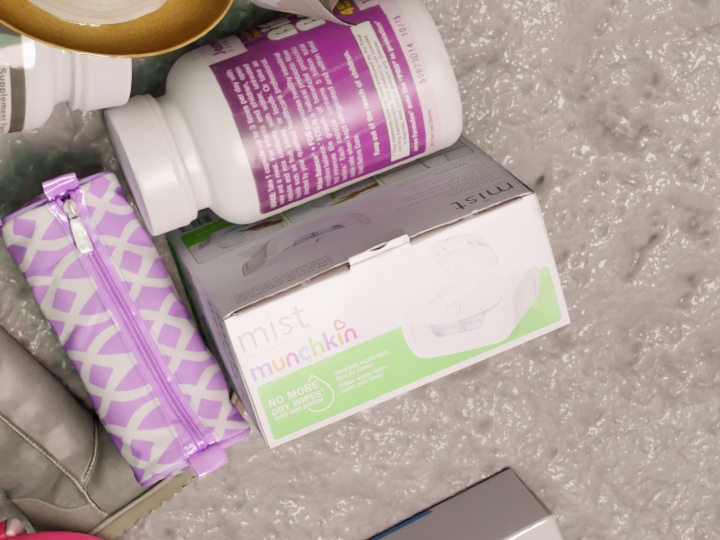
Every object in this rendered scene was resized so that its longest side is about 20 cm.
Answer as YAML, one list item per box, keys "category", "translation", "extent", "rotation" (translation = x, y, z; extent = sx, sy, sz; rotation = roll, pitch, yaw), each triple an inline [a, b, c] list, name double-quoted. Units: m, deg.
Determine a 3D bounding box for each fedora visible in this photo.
- category: "fedora"
  translation: [-0.146, -0.214, 1.217]
  extent: [0.200, 0.201, 0.082]
  rotation: [5, 147, -19]

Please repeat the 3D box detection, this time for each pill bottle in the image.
- category: "pill bottle"
  translation: [-0.048, -0.094, 1.334]
  extent: [0.200, 0.112, 0.112]
  rotation: [-21, 114, -10]
- category: "pill bottle"
  translation: [-0.238, -0.131, 1.259]
  extent: [0.200, 0.114, 0.114]
  rotation: [-8, 112, -15]

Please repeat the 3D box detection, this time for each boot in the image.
- category: "boot"
  translation: [-0.194, 0.075, 1.381]
  extent: [0.182, 0.073, 0.200]
  rotation: [-42, 109, -2]

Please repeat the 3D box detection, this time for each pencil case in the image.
- category: "pencil case"
  translation: [-0.141, 0.032, 1.325]
  extent: [0.084, 0.085, 0.200]
  rotation: [-30, 91, -23]

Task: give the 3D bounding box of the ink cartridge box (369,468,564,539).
- category: "ink cartridge box"
  translation: [0.089, 0.262, 1.523]
  extent: [0.145, 0.084, 0.200]
  rotation: [-27, 115, -7]

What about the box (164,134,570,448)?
- category: "box"
  translation: [0.000, 0.000, 1.348]
  extent: [0.200, 0.176, 0.097]
  rotation: [-22, 114, -10]

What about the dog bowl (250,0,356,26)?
- category: "dog bowl"
  translation: [-0.031, -0.238, 1.254]
  extent: [0.059, 0.200, 0.200]
  rotation: [0, 115, 24]

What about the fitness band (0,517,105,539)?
- category: "fitness band"
  translation: [-0.222, 0.235, 1.412]
  extent: [0.200, 0.037, 0.144]
  rotation: [-31, 120, 16]
